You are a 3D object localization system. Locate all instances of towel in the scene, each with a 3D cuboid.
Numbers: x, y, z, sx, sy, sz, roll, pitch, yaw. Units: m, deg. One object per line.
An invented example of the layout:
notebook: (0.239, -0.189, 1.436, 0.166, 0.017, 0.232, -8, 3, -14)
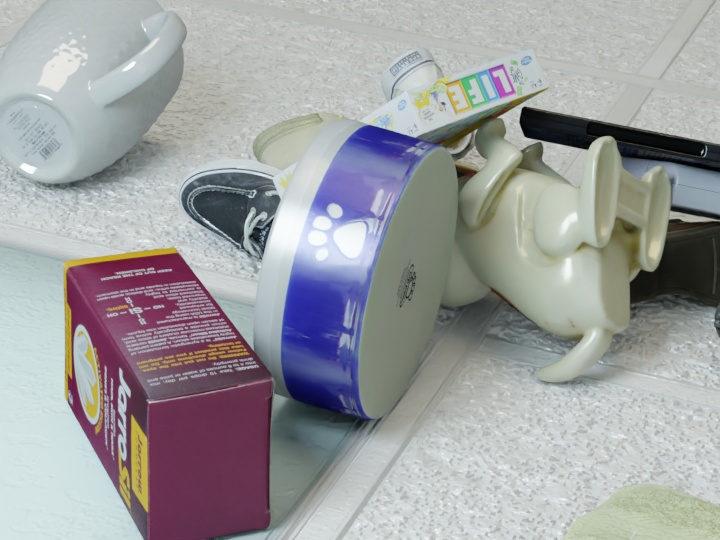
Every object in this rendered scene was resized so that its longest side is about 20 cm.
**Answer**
towel: (0.216, 0.190, 1.101, 0.198, 0.037, 0.148, 18, 30, 29)

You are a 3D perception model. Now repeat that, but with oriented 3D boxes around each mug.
mug: (-0.236, -0.170, 1.613, 0.199, 0.148, 0.176, -23, 23, 31)

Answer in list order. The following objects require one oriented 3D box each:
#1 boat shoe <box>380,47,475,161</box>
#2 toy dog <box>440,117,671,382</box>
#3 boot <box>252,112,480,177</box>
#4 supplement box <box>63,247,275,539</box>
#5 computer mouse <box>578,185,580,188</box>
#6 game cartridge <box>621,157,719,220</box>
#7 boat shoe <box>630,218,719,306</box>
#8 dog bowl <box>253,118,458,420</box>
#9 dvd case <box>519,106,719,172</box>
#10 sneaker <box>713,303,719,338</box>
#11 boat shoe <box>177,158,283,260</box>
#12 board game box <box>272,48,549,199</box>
boat shoe: (0.071, -0.129, 1.629, 0.071, 0.200, 0.070, -34, 69, -3)
toy dog: (0.121, -0.018, 1.401, 0.198, 0.196, 0.139, 5, 1, 35)
boot: (0.008, -0.089, 1.609, 0.197, 0.073, 0.155, -2, 24, -12)
supplement box: (-0.130, 0.079, 1.193, 0.085, 0.112, 0.200, -8, 28, -22)
computer mouse: (0.154, -0.043, 1.560, 0.198, 0.047, 0.140, -8, 29, -23)
game cartridge: (0.273, -0.066, 1.507, 0.132, 0.041, 0.200, 7, 3, -10)
boat shoe: (0.259, -0.014, 1.487, 0.198, 0.073, 0.068, 1, 19, -19)
dog bowl: (0.000, 0.000, 1.272, 0.078, 0.202, 0.200, 15, 28, 17)
dvd case: (0.227, -0.101, 1.454, 0.198, 0.018, 0.143, 12, 1, 7)
sneaker: (0.368, 0.045, 1.384, 0.198, 0.072, 0.098, 9, 26, 5)
boat shoe: (-0.067, -0.035, 1.492, 0.198, 0.072, 0.068, 20, 27, 14)
board game box: (0.036, -0.106, 1.408, 0.134, 0.035, 0.199, -22, -3, -36)
